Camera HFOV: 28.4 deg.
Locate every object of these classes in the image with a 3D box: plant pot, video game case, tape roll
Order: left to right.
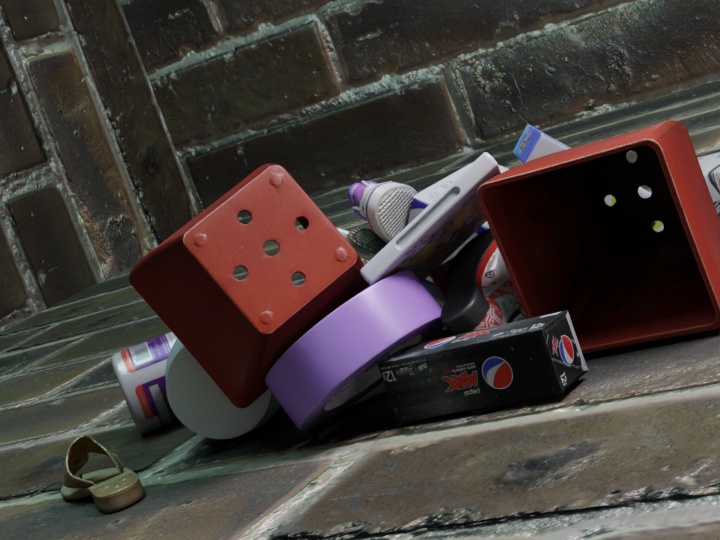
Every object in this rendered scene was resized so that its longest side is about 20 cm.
[{"bbox_3d":[-0.108,-0.002,1.522,0.200,0.200,0.176,-40,-5,-19],"label":"plant pot"},{"bbox_3d":[-0.004,0.086,1.529,0.200,0.066,0.200,-36,-11,-8],"label":"tape roll"},{"bbox_3d":[0.086,-0.041,1.556,0.182,0.023,0.200,-43,-12,2],"label":"video game case"},{"bbox_3d":[0.275,-0.108,1.702,0.046,0.181,0.200,-60,2,9],"label":"video game case"},{"bbox_3d":[0.271,-0.051,1.469,0.200,0.200,0.176,-14,17,34],"label":"plant pot"}]

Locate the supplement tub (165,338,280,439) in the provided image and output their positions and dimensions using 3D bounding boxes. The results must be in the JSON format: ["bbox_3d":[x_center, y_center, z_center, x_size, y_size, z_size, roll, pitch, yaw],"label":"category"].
[{"bbox_3d":[-0.151,0.113,1.697,0.144,0.145,0.200,-19,9,8],"label":"supplement tub"}]

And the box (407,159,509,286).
[{"bbox_3d":[0.177,-0.041,1.769,0.184,0.105,0.200,24,29,23],"label":"box"}]

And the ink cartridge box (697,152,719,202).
[{"bbox_3d":[0.500,-0.110,1.809,0.200,0.084,0.145,-14,10,37],"label":"ink cartridge box"}]

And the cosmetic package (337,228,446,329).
[{"bbox_3d":[0.036,0.010,1.840,0.200,0.051,0.083,17,42,22],"label":"cosmetic package"}]

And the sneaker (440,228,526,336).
[{"bbox_3d":[0.148,0.038,1.550,0.067,0.108,0.201,-33,17,27],"label":"sneaker"}]

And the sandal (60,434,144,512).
[{"bbox_3d":[-0.301,0.220,1.620,0.078,0.070,0.212,-24,9,-23],"label":"sandal"}]

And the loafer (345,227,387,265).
[{"bbox_3d":[0.000,0.000,1.733,0.076,0.068,0.200,26,20,14],"label":"loafer"}]

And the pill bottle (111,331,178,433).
[{"bbox_3d":[-0.215,0.127,1.864,0.200,0.112,0.111,-21,9,-9],"label":"pill bottle"}]

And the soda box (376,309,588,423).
[{"bbox_3d":[0.120,0.098,1.420,0.200,0.071,0.063,-15,8,36],"label":"soda box"}]

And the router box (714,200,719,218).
[{"bbox_3d":[0.372,-0.026,1.685,0.149,0.051,0.200,-17,9,31],"label":"router box"}]

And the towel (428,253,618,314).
[{"bbox_3d":[0.196,0.007,1.608,0.200,0.145,0.023,-29,-31,-9],"label":"towel"}]

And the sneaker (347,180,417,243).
[{"bbox_3d":[0.020,-0.078,1.769,0.114,0.073,0.200,24,0,22],"label":"sneaker"}]
